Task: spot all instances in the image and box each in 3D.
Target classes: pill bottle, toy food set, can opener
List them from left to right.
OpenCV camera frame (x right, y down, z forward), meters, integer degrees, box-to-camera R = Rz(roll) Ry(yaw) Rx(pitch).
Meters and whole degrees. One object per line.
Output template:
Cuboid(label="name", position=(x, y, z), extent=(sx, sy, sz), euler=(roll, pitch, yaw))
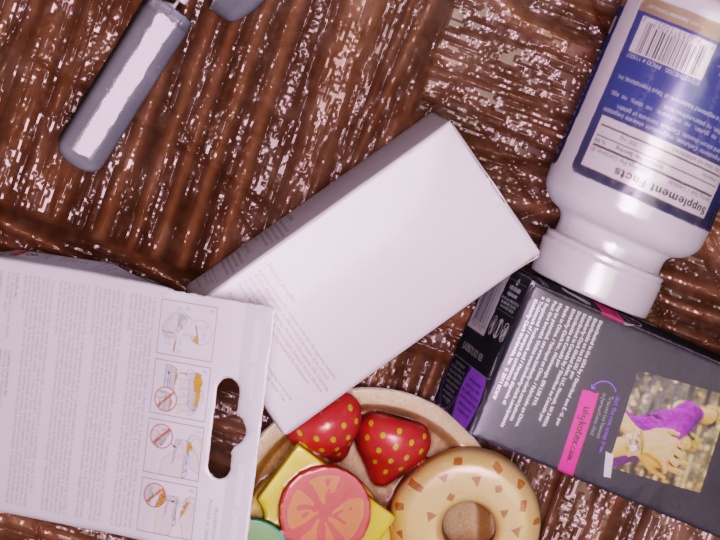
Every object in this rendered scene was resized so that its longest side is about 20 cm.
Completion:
Cuboid(label="can opener", position=(-0.112, -0.143, 1.396), extent=(0.067, 0.053, 0.201), euler=(32, 94, -11))
Cuboid(label="toy food set", position=(0.004, 0.177, 1.462), extent=(0.199, 0.049, 0.199), euler=(36, 92, -12))
Cuboid(label="pill bottle", position=(0.186, -0.077, 1.420), extent=(0.110, 0.111, 0.201), euler=(22, 95, -11))

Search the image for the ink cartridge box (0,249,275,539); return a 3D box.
Cuboid(label="ink cartridge box", position=(-0.148, 0.080, 1.388), extent=(0.198, 0.050, 0.164), euler=(9, 97, 14))

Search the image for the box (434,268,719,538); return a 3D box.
Cuboid(label="box", position=(0.165, 0.083, 1.435), extent=(0.199, 0.122, 0.107), euler=(23, 94, -12))

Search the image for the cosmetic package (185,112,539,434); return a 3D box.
Cuboid(label="cosmetic package", position=(0.000, 0.000, 1.417), extent=(0.199, 0.085, 0.108), euler=(-34, 101, -3))
